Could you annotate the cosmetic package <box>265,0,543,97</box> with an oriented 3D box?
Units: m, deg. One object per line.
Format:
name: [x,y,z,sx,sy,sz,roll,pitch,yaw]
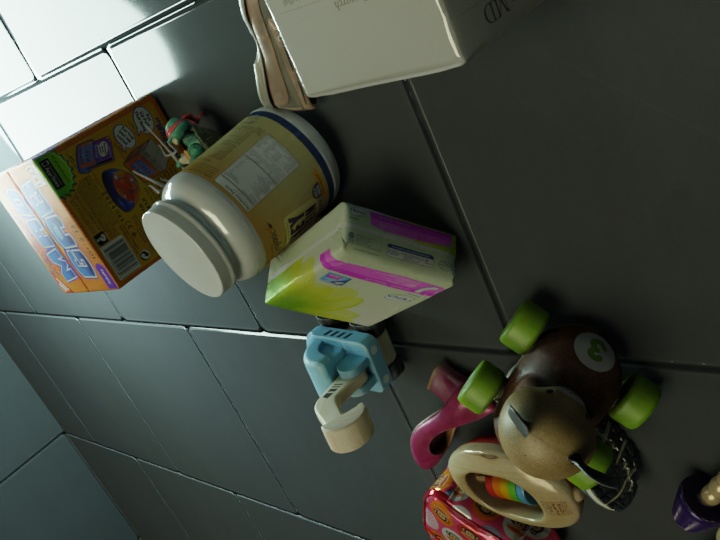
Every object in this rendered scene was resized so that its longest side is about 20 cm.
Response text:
cosmetic package: [0.023,-0.266,0.578,0.166,0.167,0.200,0,124,45]

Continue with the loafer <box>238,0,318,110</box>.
loafer: [-0.079,-0.254,0.794,0.063,0.072,0.200,14,141,15]

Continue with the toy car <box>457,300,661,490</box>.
toy car: [0.189,0.136,0.727,0.164,0.200,0.158,34,101,8]

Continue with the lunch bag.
lunch bag: [0.186,0.386,1.104,0.200,0.082,0.176,29,144,27]

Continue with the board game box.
board game box: [-0.370,-0.106,1.110,0.200,0.200,0.200,-4,120,49]

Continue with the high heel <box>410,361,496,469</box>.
high heel: [0.127,0.217,1.013,0.096,0.067,0.200,37,131,33]

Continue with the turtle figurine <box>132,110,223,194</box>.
turtle figurine: [-0.202,-0.129,0.986,0.200,0.150,0.101,43,110,-12]

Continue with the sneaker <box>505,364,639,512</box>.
sneaker: [0.237,0.189,0.880,0.200,0.078,0.086,52,157,6]

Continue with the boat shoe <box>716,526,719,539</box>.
boat shoe: [0.404,0.307,0.786,0.074,0.066,0.200,-5,138,1]

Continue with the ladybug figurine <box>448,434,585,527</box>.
ladybug figurine: [0.201,0.259,0.962,0.200,0.072,0.136,-1,129,50]

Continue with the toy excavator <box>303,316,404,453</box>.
toy excavator: [-0.022,0.142,0.980,0.194,0.200,0.100,6,128,44]

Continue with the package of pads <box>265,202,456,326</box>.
package of pads: [0.000,0.000,0.880,0.154,0.068,0.200,15,155,-27]

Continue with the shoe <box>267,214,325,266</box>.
shoe: [-0.077,-0.042,0.999,0.200,0.053,0.070,-4,106,42]

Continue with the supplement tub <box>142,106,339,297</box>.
supplement tub: [-0.135,-0.079,0.876,0.144,0.200,0.144,33,152,20]

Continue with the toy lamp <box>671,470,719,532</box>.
toy lamp: [0.369,0.202,0.757,0.058,0.058,0.200,34,139,19]
